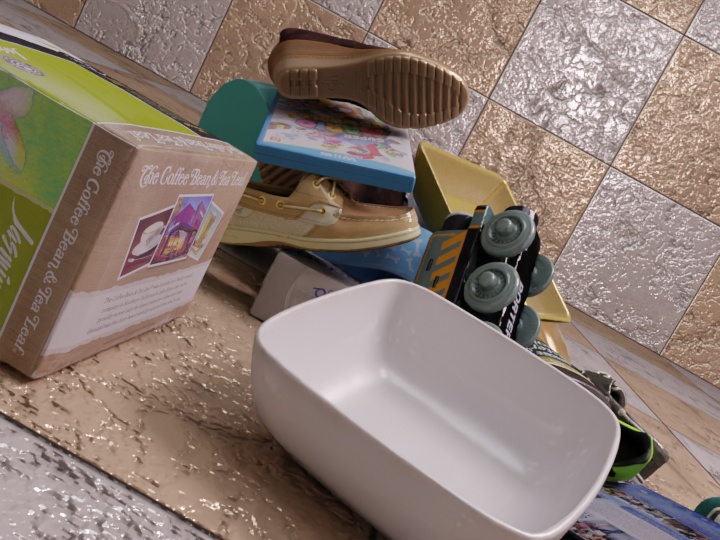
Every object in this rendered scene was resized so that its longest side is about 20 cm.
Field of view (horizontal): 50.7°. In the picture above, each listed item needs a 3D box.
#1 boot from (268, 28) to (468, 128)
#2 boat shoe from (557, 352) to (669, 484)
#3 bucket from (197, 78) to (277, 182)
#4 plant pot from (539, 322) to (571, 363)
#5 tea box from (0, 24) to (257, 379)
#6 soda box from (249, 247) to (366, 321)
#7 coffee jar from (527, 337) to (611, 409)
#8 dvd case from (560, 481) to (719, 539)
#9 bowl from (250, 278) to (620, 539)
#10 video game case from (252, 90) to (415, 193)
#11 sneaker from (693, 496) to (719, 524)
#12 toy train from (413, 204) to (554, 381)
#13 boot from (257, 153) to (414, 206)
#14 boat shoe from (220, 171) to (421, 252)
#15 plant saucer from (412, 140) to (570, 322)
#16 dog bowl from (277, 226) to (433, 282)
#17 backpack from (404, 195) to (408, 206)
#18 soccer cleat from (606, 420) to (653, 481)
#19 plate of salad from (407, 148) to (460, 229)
[{"bbox_3d":[0.006,-0.213,0.783,0.197,0.073,0.167,6,31,-5],"label":"boot"},{"bbox_3d":[0.258,0.147,0.827,0.071,0.063,0.201,46,9,-38],"label":"boat shoe"},{"bbox_3d":[-0.103,-0.123,0.904,0.134,0.210,0.207,5,23,-41],"label":"bucket"},{"bbox_3d":[0.230,0.089,0.997,0.200,0.027,0.202,47,29,-36],"label":"plant pot"},{"bbox_3d":[-0.197,-0.058,0.463,0.195,0.135,0.200,29,9,6],"label":"tea box"},{"bbox_3d":[0.002,0.049,0.698,0.198,0.064,0.068,28,10,-5],"label":"soda box"},{"bbox_3d":[0.168,0.114,0.783,0.103,0.086,0.200,26,10,-21],"label":"coffee jar"},{"bbox_3d":[0.189,0.179,0.527,0.198,0.018,0.142,14,3,-33],"label":"dvd case"},{"bbox_3d":[0.044,0.094,0.461,0.199,0.075,0.199,31,24,23],"label":"bowl"},{"bbox_3d":[-0.021,-0.132,0.736,0.141,0.018,0.201,12,27,-5],"label":"video game case"},{"bbox_3d":[0.303,0.230,0.603,0.079,0.072,0.200,32,10,-5],"label":"sneaker"},{"bbox_3d":[0.086,0.031,0.623,0.113,0.202,0.085,1,-34,34],"label":"toy train"},{"bbox_3d":[-0.018,-0.112,0.822,0.072,0.168,0.200,-11,-46,40],"label":"boot"},{"bbox_3d":[-0.044,-0.055,0.675,0.197,0.067,0.074,2,12,6],"label":"boat shoe"},{"bbox_3d":[0.135,-0.027,0.834,0.199,0.048,0.202,9,54,-52],"label":"plant saucer"},{"bbox_3d":[0.000,0.000,0.762,0.198,0.050,0.112,8,-33,30],"label":"dog bowl"},{"bbox_3d":[0.004,-0.083,1.194,0.198,0.136,0.182,21,12,-38],"label":"backpack"},{"bbox_3d":[0.141,0.118,0.626,0.197,0.068,0.081,18,-23,6],"label":"soccer cleat"},{"bbox_3d":[0.112,-0.047,0.925,0.048,0.203,0.199,-17,-25,39],"label":"plate of salad"}]
